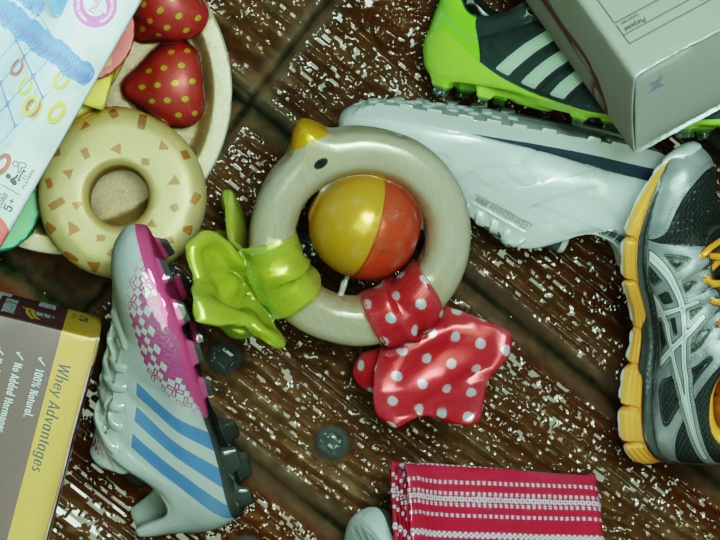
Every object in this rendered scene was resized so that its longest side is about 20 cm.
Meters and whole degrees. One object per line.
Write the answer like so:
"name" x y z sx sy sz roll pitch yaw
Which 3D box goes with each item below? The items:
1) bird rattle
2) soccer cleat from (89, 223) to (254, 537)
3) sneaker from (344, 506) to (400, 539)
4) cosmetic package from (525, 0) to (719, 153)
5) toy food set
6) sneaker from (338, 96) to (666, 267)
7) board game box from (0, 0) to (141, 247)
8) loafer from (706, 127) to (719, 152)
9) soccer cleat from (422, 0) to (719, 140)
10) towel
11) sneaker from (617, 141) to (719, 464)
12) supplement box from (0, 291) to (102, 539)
"bird rattle" 0.000 0.000 1.706 0.199 0.113 0.164 20 107 -2
"soccer cleat" -0.125 0.071 1.714 0.086 0.070 0.201 -16 115 2
"sneaker" 0.072 0.209 1.771 0.200 0.077 0.082 49 63 -7
"cosmetic package" 0.144 -0.180 1.660 0.103 0.087 0.200 -26 62 -9
"toy food set" -0.174 -0.103 1.730 0.197 0.049 0.201 15 93 -5
"sneaker" 0.081 -0.054 1.743 0.199 0.076 0.081 12 103 -3
"board game box" -0.249 -0.130 1.647 0.195 0.056 0.201 30 87 -17
"loafer" 0.202 -0.118 1.753 0.071 0.073 0.201 -30 87 20
"soccer cleat" 0.129 -0.125 1.712 0.199 0.067 0.081 14 97 23
"towel" 0.089 0.209 1.720 0.144 0.022 0.201 7 64 -26
"sneaker" 0.200 0.022 1.733 0.077 0.078 0.201 11 114 32
"supplement box" -0.268 0.101 1.695 0.199 0.133 0.198 15 92 -5
